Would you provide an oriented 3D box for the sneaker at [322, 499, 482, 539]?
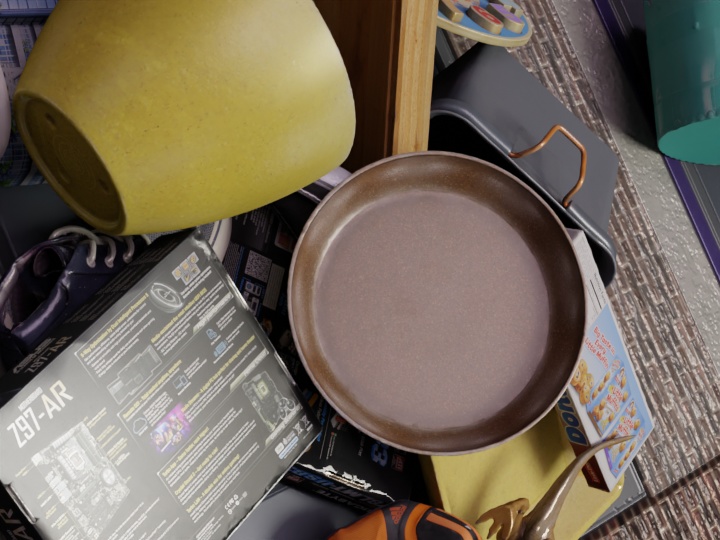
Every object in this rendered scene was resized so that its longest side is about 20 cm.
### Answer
[{"bbox_3d":[0.006,0.247,0.969,0.201,0.112,0.078,-59,152,-4],"label":"sneaker"}]

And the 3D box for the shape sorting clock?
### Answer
[{"bbox_3d":[0.047,-0.232,1.124,0.198,0.039,0.200,21,23,-9],"label":"shape sorting clock"}]

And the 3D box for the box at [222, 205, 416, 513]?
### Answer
[{"bbox_3d":[-0.040,0.047,1.019,0.197,0.050,0.202,25,61,-26],"label":"box"}]

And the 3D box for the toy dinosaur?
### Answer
[{"bbox_3d":[0.121,0.186,1.016,0.060,0.106,0.201,26,84,19],"label":"toy dinosaur"}]

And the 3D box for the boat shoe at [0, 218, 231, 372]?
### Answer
[{"bbox_3d":[-0.156,-0.003,0.913,0.201,0.074,0.093,-58,147,-28],"label":"boat shoe"}]

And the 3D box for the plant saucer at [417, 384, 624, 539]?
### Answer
[{"bbox_3d":[0.109,0.128,1.056,0.199,0.048,0.202,-35,122,-37],"label":"plant saucer"}]

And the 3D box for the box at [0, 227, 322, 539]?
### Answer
[{"bbox_3d":[-0.128,0.097,0.858,0.200,0.043,0.161,-47,115,-37],"label":"box"}]

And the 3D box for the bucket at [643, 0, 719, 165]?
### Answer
[{"bbox_3d":[0.348,-0.179,1.272,0.206,0.207,0.136,6,78,-32],"label":"bucket"}]

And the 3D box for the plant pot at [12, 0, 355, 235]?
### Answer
[{"bbox_3d":[-0.122,-0.102,0.866,0.142,0.200,0.201,-41,98,-25],"label":"plant pot"}]

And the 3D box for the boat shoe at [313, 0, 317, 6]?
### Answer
[{"bbox_3d":[-0.040,-0.194,1.062,0.201,0.060,0.073,24,65,-46],"label":"boat shoe"}]

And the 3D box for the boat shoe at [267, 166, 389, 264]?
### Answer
[{"bbox_3d":[0.000,0.000,0.998,0.200,0.070,0.067,44,52,-23],"label":"boat shoe"}]

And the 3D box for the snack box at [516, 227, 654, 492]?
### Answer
[{"bbox_3d":[0.164,0.068,1.049,0.072,0.024,0.201,-48,130,-30],"label":"snack box"}]

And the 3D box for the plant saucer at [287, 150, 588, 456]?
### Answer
[{"bbox_3d":[0.049,0.022,0.944,0.198,0.032,0.202,2,76,-9],"label":"plant saucer"}]

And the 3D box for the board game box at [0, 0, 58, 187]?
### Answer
[{"bbox_3d":[-0.188,-0.166,0.986,0.198,0.062,0.202,-9,79,-35],"label":"board game box"}]

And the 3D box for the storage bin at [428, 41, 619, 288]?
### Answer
[{"bbox_3d":[0.118,-0.083,1.126,0.200,0.145,0.135,40,46,-16],"label":"storage bin"}]

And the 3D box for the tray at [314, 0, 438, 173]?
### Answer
[{"bbox_3d":[0.006,-0.137,1.014,0.037,0.098,0.202,-20,128,-32],"label":"tray"}]

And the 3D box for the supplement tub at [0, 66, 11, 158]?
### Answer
[{"bbox_3d":[-0.315,-0.081,0.817,0.200,0.144,0.145,-36,95,-37],"label":"supplement tub"}]
